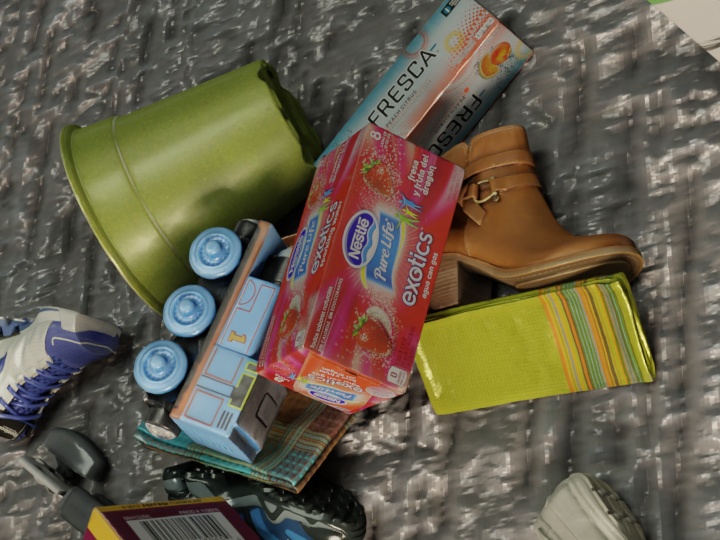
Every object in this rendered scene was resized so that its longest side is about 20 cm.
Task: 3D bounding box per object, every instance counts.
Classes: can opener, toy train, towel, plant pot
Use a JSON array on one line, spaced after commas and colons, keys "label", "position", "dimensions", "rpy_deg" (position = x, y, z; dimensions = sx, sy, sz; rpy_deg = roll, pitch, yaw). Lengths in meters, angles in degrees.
[{"label": "can opener", "position": [-0.237, 0.203, 1.594], "dimensions": [0.199, 0.053, 0.067], "rpy_deg": [28, 89, 41]}, {"label": "toy train", "position": [-0.103, 0.054, 1.447], "dimensions": [0.113, 0.087, 0.201], "rpy_deg": [18, 71, 20]}, {"label": "towel", "position": [-0.086, 0.111, 1.500], "dimensions": [0.199, 0.022, 0.147], "rpy_deg": [11, 52, 41]}, {"label": "towel", "position": [0.127, 0.061, 1.364], "dimensions": [0.199, 0.018, 0.087], "rpy_deg": [-13, 102, 34]}, {"label": "plant pot", "position": [-0.134, -0.088, 1.575], "dimensions": [0.189, 0.200, 0.201], "rpy_deg": [-29, 54, 9]}]

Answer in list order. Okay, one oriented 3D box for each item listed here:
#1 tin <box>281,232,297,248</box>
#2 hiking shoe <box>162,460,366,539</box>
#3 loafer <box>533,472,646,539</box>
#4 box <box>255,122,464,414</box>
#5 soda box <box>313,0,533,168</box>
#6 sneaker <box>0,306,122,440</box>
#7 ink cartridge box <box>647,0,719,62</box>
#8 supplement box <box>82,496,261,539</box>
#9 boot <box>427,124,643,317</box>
[{"label": "tin", "position": [-0.047, 0.024, 1.508], "dimensions": [0.198, 0.042, 0.113], "rpy_deg": [-16, 53, 16]}, {"label": "hiking shoe", "position": [-0.077, 0.213, 1.466], "dimensions": [0.199, 0.074, 0.088], "rpy_deg": [8, 103, 35]}, {"label": "loafer", "position": [0.185, 0.232, 1.243], "dimensions": [0.070, 0.070, 0.201], "rpy_deg": [-48, 41, 17]}, {"label": "box", "position": [0.000, 0.000, 1.397], "dimensions": [0.100, 0.095, 0.201], "rpy_deg": [-29, 40, 61]}, {"label": "soda box", "position": [0.053, -0.138, 1.512], "dimensions": [0.200, 0.063, 0.068], "rpy_deg": [-50, 51, 8]}, {"label": "sneaker", "position": [-0.311, 0.103, 1.688], "dimensions": [0.198, 0.080, 0.116], "rpy_deg": [-9, 69, 43]}, {"label": "ink cartridge box", "position": [0.273, -0.243, 1.297], "dimensions": [0.084, 0.199, 0.147], "rpy_deg": [-15, 61, 36]}, {"label": "supplement box", "position": [-0.165, 0.292, 1.404], "dimensions": [0.103, 0.130, 0.201], "rpy_deg": [41, 120, 41]}, {"label": "boot", "position": [0.132, -0.046, 1.406], "dimensions": [0.199, 0.074, 0.156], "rpy_deg": [-12, 59, 31]}]
